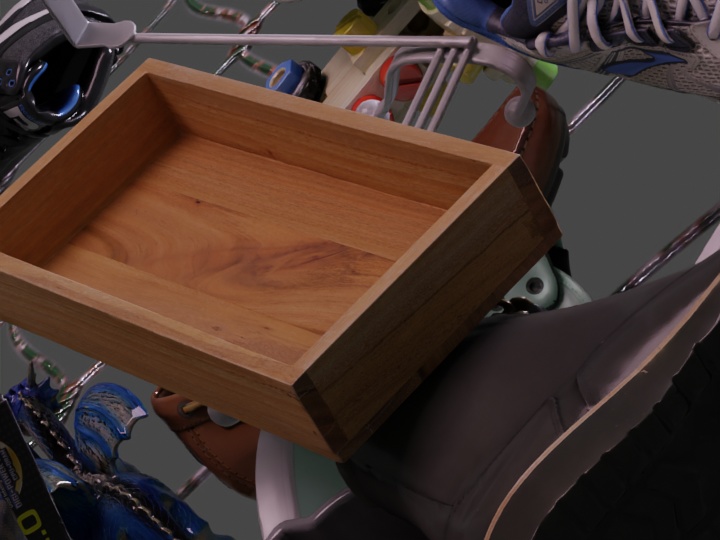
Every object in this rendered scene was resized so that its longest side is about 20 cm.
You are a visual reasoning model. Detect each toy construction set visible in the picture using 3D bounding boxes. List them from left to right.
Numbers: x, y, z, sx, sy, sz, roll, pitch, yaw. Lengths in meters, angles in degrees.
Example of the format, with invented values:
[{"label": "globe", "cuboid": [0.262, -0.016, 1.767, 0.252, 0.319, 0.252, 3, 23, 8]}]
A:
[{"label": "toy construction set", "cuboid": [0.011, -0.082, 1.198, 0.200, 0.092, 0.131, -35, 25, 5]}]

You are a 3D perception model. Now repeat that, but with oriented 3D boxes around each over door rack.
[{"label": "over door rack", "cuboid": [-0.051, -0.026, 0.991, 0.199, 0.067, 0.148, 12, 56, 23]}]

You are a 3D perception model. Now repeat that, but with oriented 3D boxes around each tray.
[{"label": "tray", "cuboid": [-0.038, -0.008, 0.866, 0.099, 0.037, 0.200, -45, 35, -20]}]

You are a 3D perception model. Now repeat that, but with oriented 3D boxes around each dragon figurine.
[{"label": "dragon figurine", "cuboid": [-0.103, 0.086, 1.106, 0.059, 0.100, 0.200, -40, 16, -21]}]

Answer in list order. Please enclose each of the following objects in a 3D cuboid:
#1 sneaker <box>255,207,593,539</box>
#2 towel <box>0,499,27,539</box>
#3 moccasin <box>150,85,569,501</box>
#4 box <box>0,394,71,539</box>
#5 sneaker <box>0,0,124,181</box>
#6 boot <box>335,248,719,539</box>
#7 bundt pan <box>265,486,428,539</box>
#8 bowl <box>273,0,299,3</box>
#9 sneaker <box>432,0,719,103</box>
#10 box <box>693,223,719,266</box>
[{"label": "sneaker", "cuboid": [0.031, 0.054, 0.969, 0.118, 0.074, 0.201, -15, 50, 19]}, {"label": "towel", "cuboid": [-0.108, 0.204, 0.855, 0.034, 0.201, 0.193, -8, 36, 11]}, {"label": "moccasin", "cuboid": [0.000, -0.001, 1.093, 0.201, 0.078, 0.074, -42, 17, 18]}, {"label": "box", "cuboid": [-0.154, 0.112, 1.095, 0.044, 0.161, 0.200, -28, 18, -19]}, {"label": "sneaker", "cuboid": [-0.220, -0.082, 1.617, 0.200, 0.073, 0.112, -50, 22, -5]}, {"label": "boot", "cuboid": [0.087, 0.013, 0.790, 0.200, 0.078, 0.138, -36, 25, -14]}, {"label": "bundt pan", "cuboid": [0.007, 0.159, 0.830, 0.201, 0.076, 0.202, -35, 30, 24]}, {"label": "bowl", "cuboid": [-0.003, -0.221, 1.218, 0.201, 0.090, 0.201, -40, 23, 20]}, {"label": "sneaker", "cuboid": [0.092, -0.092, 0.940, 0.200, 0.085, 0.078, 7, 95, 58]}, {"label": "box", "cuboid": [0.178, -0.007, 0.845, 0.145, 0.036, 0.200, -56, 23, -15]}]
